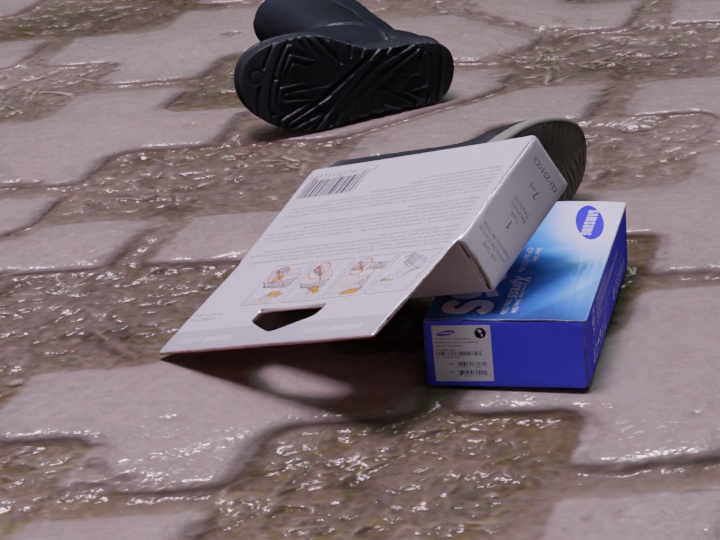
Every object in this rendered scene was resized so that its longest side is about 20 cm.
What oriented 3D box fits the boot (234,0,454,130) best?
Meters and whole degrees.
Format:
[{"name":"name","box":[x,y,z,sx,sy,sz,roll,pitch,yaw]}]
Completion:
[{"name":"boot","box":[-0.046,-0.175,1.795,0.199,0.077,0.168,-8,24,-31]}]

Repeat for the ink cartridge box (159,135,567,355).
[{"name":"ink cartridge box","box":[0.000,0.000,1.303,0.200,0.045,0.176,-6,37,49]}]

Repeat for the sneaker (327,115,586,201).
[{"name":"sneaker","box":[0.058,-0.064,1.492,0.200,0.075,0.106,-23,28,-39]}]

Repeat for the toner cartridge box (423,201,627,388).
[{"name":"toner cartridge box","box":[0.103,0.011,1.331,0.095,0.043,0.200,1,21,13]}]
